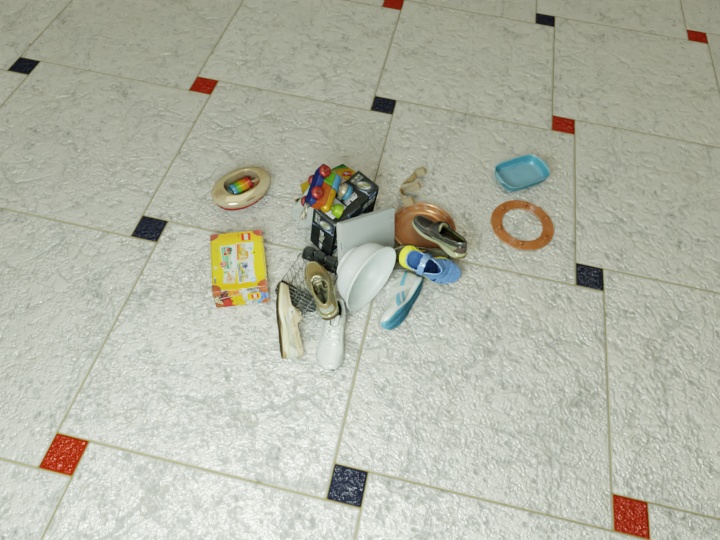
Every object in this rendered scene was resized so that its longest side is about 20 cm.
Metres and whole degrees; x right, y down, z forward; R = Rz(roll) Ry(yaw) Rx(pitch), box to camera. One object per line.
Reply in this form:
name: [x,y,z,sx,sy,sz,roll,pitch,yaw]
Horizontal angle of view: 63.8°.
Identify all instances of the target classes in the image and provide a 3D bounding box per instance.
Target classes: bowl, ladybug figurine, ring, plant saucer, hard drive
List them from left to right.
ladybug figurine: [-0.366,-0.244,1.776,0.199,0.072,0.136,-29,62,-22]
bowl: [0.000,0.000,1.559,0.090,0.202,0.201,37,60,24]
hard drive: [0.018,-0.094,1.639,0.199,0.133,0.026,-21,30,-37]
plant saucer: [0.189,-0.121,1.755,0.198,0.038,0.202,2,55,-2]
ring: [0.507,-0.147,1.808,0.198,0.019,0.202,2,55,-3]

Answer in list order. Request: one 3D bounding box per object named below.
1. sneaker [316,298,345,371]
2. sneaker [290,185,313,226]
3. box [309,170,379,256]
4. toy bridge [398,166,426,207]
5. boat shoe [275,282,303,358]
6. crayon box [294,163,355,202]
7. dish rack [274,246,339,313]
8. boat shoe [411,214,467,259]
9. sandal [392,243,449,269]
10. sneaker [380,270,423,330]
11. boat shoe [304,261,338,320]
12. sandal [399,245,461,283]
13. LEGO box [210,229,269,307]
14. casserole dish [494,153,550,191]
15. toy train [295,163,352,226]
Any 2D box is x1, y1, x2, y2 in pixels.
sneaker: [-0.074,0.163,1.508,0.074,0.087,0.202,4,56,-3]
sneaker: [-0.132,-0.206,1.696,0.074,0.200,0.119,40,62,-5]
box: [-0.048,-0.165,1.686,0.086,0.164,0.200,39,60,13]
toy bridge: [0.158,-0.265,1.840,0.067,0.027,0.201,-11,35,28]
boat shoe: [-0.185,0.129,1.520,0.064,0.072,0.202,-3,72,-15]
crayon box: [-0.096,-0.251,1.795,0.199,0.051,0.127,-31,45,-23]
dish rack: [-0.139,0.031,1.617,0.152,0.055,0.201,25,59,14]
boat shoe: [0.234,-0.113,1.678,0.199,0.065,0.073,37,46,27]
sandal: [0.163,-0.027,1.660,0.197,0.083,0.055,4,30,-10]
sneaker: [0.099,0.083,1.591,0.080,0.077,0.200,22,49,19]
boat shoe: [-0.107,0.035,1.519,0.071,0.077,0.201,-26,47,-4]
sandal: [0.204,-0.005,1.610,0.198,0.080,0.087,15,9,-29]
LEGO box: [-0.337,-0.008,1.612,0.147,0.078,0.202,-6,56,-9]
casserole dish: [0.533,-0.319,1.918,0.198,0.039,0.122,-20,59,-16]
toy train: [-0.096,-0.173,1.544,0.115,0.084,0.202,27,63,-22]
